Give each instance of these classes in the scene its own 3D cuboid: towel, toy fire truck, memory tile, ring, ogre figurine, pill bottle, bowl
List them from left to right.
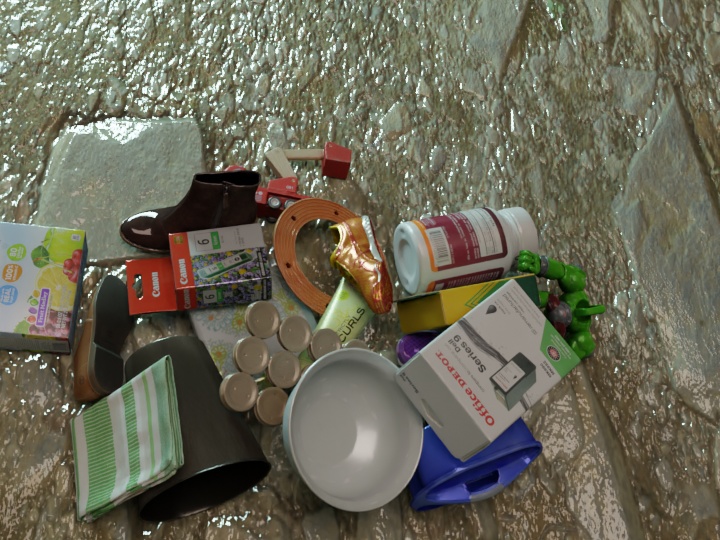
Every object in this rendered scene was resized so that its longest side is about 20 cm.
[{"bbox_3d":[-0.298,0.216,1.306,0.023,0.200,0.153,20,47,-45],"label":"towel"},{"bbox_3d":[-0.148,0.088,1.483,0.170,0.048,0.201,-17,67,-17],"label":"towel"},{"bbox_3d":[-0.120,-0.143,1.610,0.199,0.049,0.142,11,60,-6],"label":"toy fire truck"},{"bbox_3d":[-0.082,0.139,1.368,0.199,0.017,0.154,25,68,-26],"label":"memory tile"},{"bbox_3d":[-0.045,-0.016,1.541,0.200,0.019,0.201,18,56,-28],"label":"ring"},{"bbox_3d":[-0.024,0.204,1.327,0.200,0.090,0.202,7,77,-30],"label":"bowl"},{"bbox_3d":[0.160,-0.034,1.575,0.199,0.114,0.115,-11,65,-18],"label":"pill bottle"},{"bbox_3d":[0.295,0.070,1.554,0.119,0.098,0.201,-6,70,-27],"label":"ogre figurine"}]

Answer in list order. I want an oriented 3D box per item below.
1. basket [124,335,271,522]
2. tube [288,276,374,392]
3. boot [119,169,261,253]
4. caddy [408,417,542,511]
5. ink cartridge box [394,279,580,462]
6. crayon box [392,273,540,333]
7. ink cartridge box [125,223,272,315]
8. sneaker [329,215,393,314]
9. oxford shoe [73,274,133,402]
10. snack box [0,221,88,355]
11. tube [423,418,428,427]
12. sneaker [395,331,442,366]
[{"bbox_3d":[-0.231,0.199,1.356,0.180,0.136,0.201,-25,62,3],"label":"basket"},{"bbox_3d":[-0.037,0.089,1.450,0.058,0.052,0.200,45,59,-18],"label":"tube"},{"bbox_3d":[-0.245,-0.094,1.488,0.199,0.167,0.073,-2,62,-14],"label":"boot"},{"bbox_3d":[0.149,0.260,1.400,0.199,0.142,0.105,-17,64,-19],"label":"caddy"},{"bbox_3d":[0.166,0.128,1.344,0.200,0.084,0.146,-34,81,-35],"label":"ink cartridge box"},{"bbox_3d":[0.142,0.051,1.496,0.199,0.126,0.052,-9,86,-28],"label":"crayon box"},{"bbox_3d":[-0.230,-0.002,1.462,0.199,0.051,0.109,-7,49,-11],"label":"ink cartridge box"},{"bbox_3d":[0.000,0.000,1.477,0.077,0.073,0.200,-18,37,-1],"label":"sneaker"},{"bbox_3d":[-0.362,0.090,1.425,0.071,0.071,0.201,41,35,-36],"label":"oxford shoe"},{"bbox_3d":[-0.489,0.021,1.430,0.199,0.068,0.170,5,62,-8],"label":"snack box"},{"bbox_3d":[0.054,0.211,1.440,0.200,0.058,0.052,-36,57,-24],"label":"tube"},{"bbox_3d":[0.153,0.120,1.506,0.199,0.089,0.081,10,62,-4],"label":"sneaker"}]
